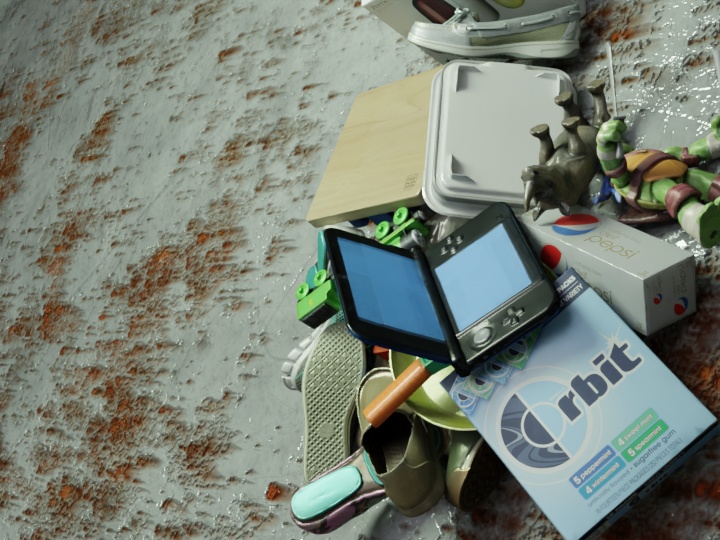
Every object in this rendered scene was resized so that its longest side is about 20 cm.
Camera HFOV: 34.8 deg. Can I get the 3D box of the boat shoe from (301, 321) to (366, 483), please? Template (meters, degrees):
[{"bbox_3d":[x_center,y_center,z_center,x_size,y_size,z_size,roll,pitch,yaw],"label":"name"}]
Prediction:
[{"bbox_3d":[-0.033,0.161,1.361,0.062,0.074,0.202,61,-145,-86],"label":"boat shoe"}]

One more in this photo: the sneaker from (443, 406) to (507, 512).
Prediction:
[{"bbox_3d":[0.125,0.145,1.197,0.089,0.067,0.201,21,78,42],"label":"sneaker"}]

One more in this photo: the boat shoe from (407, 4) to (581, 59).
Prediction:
[{"bbox_3d":[0.156,-0.280,1.339,0.074,0.200,0.065,-55,-32,-77],"label":"boat shoe"}]

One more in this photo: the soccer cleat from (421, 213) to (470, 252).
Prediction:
[{"bbox_3d":[0.070,0.002,1.322,0.200,0.069,0.078,-40,26,15],"label":"soccer cleat"}]

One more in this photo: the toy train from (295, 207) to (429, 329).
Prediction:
[{"bbox_3d":[0.000,0.000,1.321,0.200,0.042,0.057,-37,40,27],"label":"toy train"}]

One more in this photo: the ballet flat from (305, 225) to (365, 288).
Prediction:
[{"bbox_3d":[-0.029,0.005,1.455,0.200,0.069,0.070,109,167,-61],"label":"ballet flat"}]

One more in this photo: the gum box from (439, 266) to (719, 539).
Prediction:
[{"bbox_3d":[0.198,0.125,1.062,0.170,0.045,0.200,-41,60,2],"label":"gum box"}]

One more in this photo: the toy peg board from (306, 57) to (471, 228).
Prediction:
[{"bbox_3d":[0.061,-0.130,1.403,0.199,0.098,0.200,-10,51,47],"label":"toy peg board"}]

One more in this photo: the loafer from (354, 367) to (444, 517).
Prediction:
[{"bbox_3d":[0.036,0.164,1.200,0.076,0.068,0.200,-34,36,7],"label":"loafer"}]

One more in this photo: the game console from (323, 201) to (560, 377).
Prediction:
[{"bbox_3d":[0.074,-0.004,1.118,0.170,0.118,0.201,-35,32,12],"label":"game console"}]

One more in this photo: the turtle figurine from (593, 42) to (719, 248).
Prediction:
[{"bbox_3d":[0.304,-0.119,1.091,0.201,0.143,0.194,-57,41,13],"label":"turtle figurine"}]

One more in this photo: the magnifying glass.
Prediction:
[{"bbox_3d":[0.081,0.082,1.152,0.200,0.022,0.080,-42,30,6],"label":"magnifying glass"}]

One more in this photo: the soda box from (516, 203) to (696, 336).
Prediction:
[{"bbox_3d":[0.238,-0.009,1.144,0.068,0.064,0.200,-23,29,-23],"label":"soda box"}]

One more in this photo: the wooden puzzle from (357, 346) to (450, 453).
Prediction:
[{"bbox_3d":[0.070,0.106,1.311,0.184,0.046,0.202,-12,60,46],"label":"wooden puzzle"}]

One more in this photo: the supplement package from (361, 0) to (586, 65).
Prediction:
[{"bbox_3d":[0.136,-0.368,1.395,0.191,0.199,0.148,-27,49,39],"label":"supplement package"}]

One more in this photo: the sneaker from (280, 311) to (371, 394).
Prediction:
[{"bbox_3d":[-0.011,0.085,1.417,0.091,0.077,0.201,41,105,36],"label":"sneaker"}]

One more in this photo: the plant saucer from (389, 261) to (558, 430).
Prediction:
[{"bbox_3d":[0.125,0.072,1.174,0.198,0.031,0.202,-15,57,23],"label":"plant saucer"}]

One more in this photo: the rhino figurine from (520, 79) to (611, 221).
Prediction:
[{"bbox_3d":[0.213,-0.114,1.188,0.059,0.088,0.200,-3,32,37],"label":"rhino figurine"}]

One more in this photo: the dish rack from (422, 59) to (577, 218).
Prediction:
[{"bbox_3d":[0.159,-0.152,1.276,0.044,0.170,0.202,91,-176,-63],"label":"dish rack"}]

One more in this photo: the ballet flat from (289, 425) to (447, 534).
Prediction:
[{"bbox_3d":[0.015,0.230,1.269,0.199,0.071,0.069,-33,53,10],"label":"ballet flat"}]
